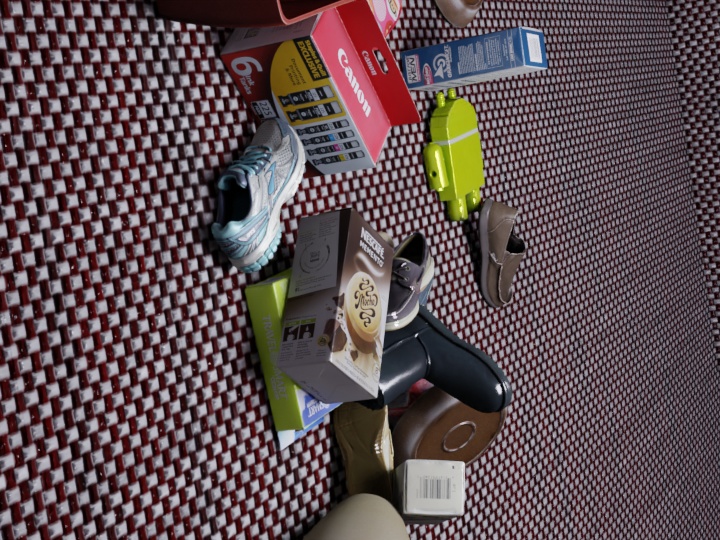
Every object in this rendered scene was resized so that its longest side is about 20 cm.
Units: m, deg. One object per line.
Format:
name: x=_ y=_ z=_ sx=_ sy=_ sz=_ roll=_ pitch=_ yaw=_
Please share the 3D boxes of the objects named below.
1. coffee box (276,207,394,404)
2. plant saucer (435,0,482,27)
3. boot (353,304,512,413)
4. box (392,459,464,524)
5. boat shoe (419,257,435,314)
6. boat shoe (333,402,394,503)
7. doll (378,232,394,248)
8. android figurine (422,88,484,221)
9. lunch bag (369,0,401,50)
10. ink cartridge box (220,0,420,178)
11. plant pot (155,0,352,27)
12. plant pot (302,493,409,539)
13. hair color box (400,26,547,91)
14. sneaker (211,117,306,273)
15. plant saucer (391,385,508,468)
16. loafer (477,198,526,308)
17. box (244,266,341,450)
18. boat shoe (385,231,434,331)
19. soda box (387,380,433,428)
coffee box: x=-0.027 y=0.043 z=1.637 sx=0.113 sy=0.079 sz=0.203 roll=41 pitch=48 yaw=-48
plant saucer: x=0.158 y=-0.503 z=2.243 sx=0.199 sy=0.032 sz=0.204 roll=21 pitch=66 yaw=-57
boot: x=0.073 y=0.140 z=1.747 sx=0.167 sy=0.200 sz=0.077 roll=-30 pitch=152 yaw=-40
box: x=0.081 y=0.291 z=1.783 sx=0.200 sy=0.081 sz=0.070 roll=109 pitch=-16 yaw=-75
boat shoe: x=0.058 y=0.058 z=1.897 sx=0.062 sy=0.074 sz=0.201 roll=63 pitch=35 yaw=-30
boat shoe: x=0.006 y=0.228 z=1.778 sx=0.067 sy=0.073 sz=0.203 roll=74 pitch=12 yaw=-69
doll: x=0.000 y=0.000 z=1.827 sx=0.200 sy=0.048 sz=0.138 roll=-47 pitch=128 yaw=-55
android figurine: x=0.150 y=-0.184 z=2.157 sx=0.182 sy=0.041 sz=0.203 roll=-33 pitch=115 yaw=-58
lunch bag: x=-0.012 y=-0.413 z=1.860 sx=0.202 sy=0.081 sz=0.177 roll=65 pitch=33 yaw=-30
ink cartridge box: x=-0.044 y=-0.221 z=1.659 sx=0.201 sy=0.173 sz=0.084 roll=61 pitch=36 yaw=-35
plant pot: x=-0.136 y=-0.370 z=1.519 sx=0.200 sy=0.174 sz=0.203 roll=-36 pitch=115 yaw=-58
plant pot: x=-0.006 y=0.364 z=1.631 sx=0.201 sy=0.185 sz=0.190 roll=-68 pitch=143 yaw=-63
hair color box: x=0.170 y=-0.316 z=2.054 sx=0.100 sy=0.197 sz=0.062 roll=-9 pitch=91 yaw=-62
sneaker: x=-0.122 y=-0.103 z=1.594 sx=0.086 sy=0.077 sz=0.203 roll=44 pitch=47 yaw=-45
plant saucer: x=0.130 y=0.222 z=1.896 sx=0.032 sy=0.200 sz=0.200 roll=52 pitch=7 yaw=38
loafer: x=0.233 y=-0.021 z=2.219 sx=0.073 sy=0.070 sz=0.202 roll=-62 pitch=151 yaw=-46
box: x=-0.075 y=0.103 z=1.669 sx=0.122 sy=0.047 sz=0.203 roll=-26 pitch=106 yaw=-60
boat shoe: x=0.050 y=0.013 z=1.801 sx=0.200 sy=0.071 sz=0.066 roll=-54 pitch=140 yaw=-56
soda box: x=0.087 y=0.198 z=1.934 sx=0.200 sy=0.063 sz=0.071 roll=42 pitch=48 yaw=-52
